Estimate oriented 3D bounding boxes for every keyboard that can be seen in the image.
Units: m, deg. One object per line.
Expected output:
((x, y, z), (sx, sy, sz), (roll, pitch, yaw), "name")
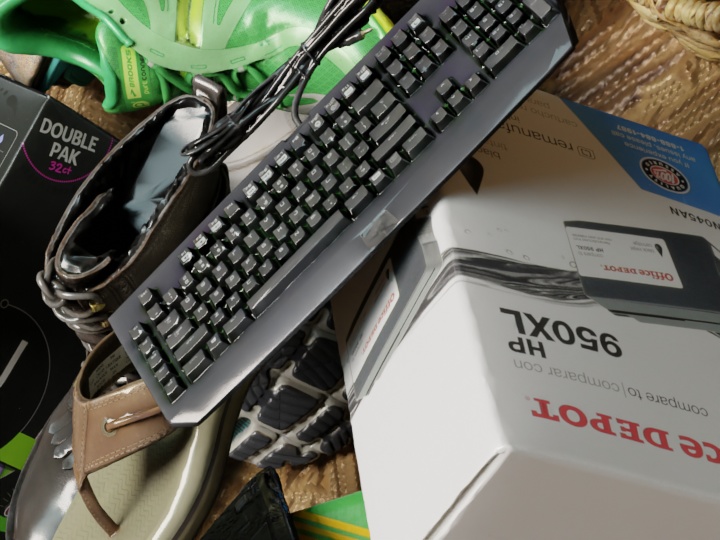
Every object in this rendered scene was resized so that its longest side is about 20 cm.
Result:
((-0.017, -0.045, 0.721), (0.200, 0.021, 0.127), (-45, 39, 6), "keyboard")

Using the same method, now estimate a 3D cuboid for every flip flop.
((-0.075, 0.041, 0.760), (0.201, 0.057, 0.081), (-61, 30, 8), "flip flop")

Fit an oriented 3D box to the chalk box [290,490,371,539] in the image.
((-0.022, 0.176, 0.762), (0.199, 0.124, 0.126), (-22, 55, 29), "chalk box")

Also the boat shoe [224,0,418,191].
((-0.008, -0.102, 0.936), (0.199, 0.069, 0.071), (-30, 52, 24), "boat shoe")

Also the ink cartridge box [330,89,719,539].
((0.073, 0.029, 0.718), (0.084, 0.144, 0.201), (-56, 30, 36), "ink cartridge box")

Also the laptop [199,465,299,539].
((-0.039, 0.196, 0.673), (0.178, 0.103, 0.200), (-49, 20, 7), "laptop")

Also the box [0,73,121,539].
((-0.177, 0.020, 0.954), (0.124, 0.148, 0.201), (23, 82, 45), "box")

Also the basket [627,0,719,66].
((0.156, -0.164, 0.782), (0.199, 0.149, 0.144), (23, 82, 43), "basket")

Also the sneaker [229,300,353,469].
((0.000, 0.000, 0.890), (0.201, 0.077, 0.080), (-56, 18, 5), "sneaker")

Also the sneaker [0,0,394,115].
((-0.071, -0.092, 0.847), (0.198, 0.074, 0.084), (16, 50, 23), "sneaker")

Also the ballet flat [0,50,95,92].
((-0.164, -0.126, 1.005), (0.068, 0.067, 0.200), (-57, 4, -4), "ballet flat")

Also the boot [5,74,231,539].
((-0.106, 0.029, 0.837), (0.069, 0.174, 0.201), (26, 76, 14), "boot")
